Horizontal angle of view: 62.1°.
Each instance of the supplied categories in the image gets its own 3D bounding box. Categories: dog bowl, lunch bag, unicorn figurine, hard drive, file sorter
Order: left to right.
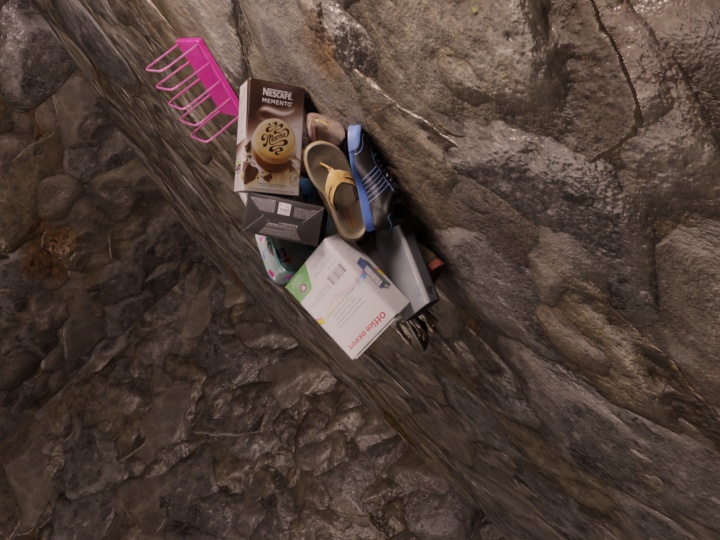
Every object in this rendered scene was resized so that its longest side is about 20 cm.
[{"bbox_3d":[-0.395,-0.426,1.425,0.138,0.125,0.202,26,154,49],"label":"file sorter"},{"bbox_3d":[-0.157,-0.213,1.456,0.112,0.050,0.199,52,162,-17],"label":"dog bowl"},{"bbox_3d":[-0.133,-0.061,1.343,0.077,0.197,0.163,-39,67,50],"label":"lunch bag"},{"bbox_3d":[0.085,-0.014,1.183,0.140,0.032,0.204,128,125,-66],"label":"hard drive"},{"bbox_3d":[0.106,0.098,1.395,0.139,0.073,0.200,58,-171,17],"label":"unicorn figurine"}]

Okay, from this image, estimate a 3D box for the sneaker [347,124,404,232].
[{"bbox_3d":[0.029,-0.170,1.087,0.071,0.076,0.204,-81,-20,-61],"label":"sneaker"}]

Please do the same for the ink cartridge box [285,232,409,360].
[{"bbox_3d":[-0.025,0.048,1.164,0.200,0.146,0.087,47,-152,7],"label":"ink cartridge box"}]

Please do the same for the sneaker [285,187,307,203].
[{"bbox_3d":[-0.169,-0.194,1.323,0.200,0.076,0.114,51,-160,1],"label":"sneaker"}]

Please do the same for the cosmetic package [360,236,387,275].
[{"bbox_3d":[0.000,0.000,1.291,0.107,0.200,0.090,43,163,4],"label":"cosmetic package"}]

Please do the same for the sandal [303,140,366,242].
[{"bbox_3d":[-0.037,-0.145,1.105,0.203,0.079,0.054,67,169,-16],"label":"sandal"}]

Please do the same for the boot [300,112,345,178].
[{"bbox_3d":[-0.098,-0.255,1.199,0.184,0.065,0.201,32,160,18],"label":"boot"}]

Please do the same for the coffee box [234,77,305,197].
[{"bbox_3d":[-0.173,-0.247,1.135,0.079,0.111,0.205,-170,83,-65],"label":"coffee box"}]

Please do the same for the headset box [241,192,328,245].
[{"bbox_3d":[-0.142,-0.099,1.192,0.145,0.077,0.200,11,-177,-2],"label":"headset box"}]

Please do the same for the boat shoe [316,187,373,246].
[{"bbox_3d":[-0.034,-0.135,1.200,0.062,0.073,0.202,35,159,49],"label":"boat shoe"}]

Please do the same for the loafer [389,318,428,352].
[{"bbox_3d":[0.102,0.121,1.505,0.069,0.075,0.202,-29,97,32],"label":"loafer"}]

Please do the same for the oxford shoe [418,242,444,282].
[{"bbox_3d":[0.121,0.001,1.254,0.075,0.070,0.201,55,158,13],"label":"oxford shoe"}]

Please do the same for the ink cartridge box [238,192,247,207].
[{"bbox_3d":[-0.214,-0.146,1.476,0.199,0.084,0.147,33,152,54],"label":"ink cartridge box"}]
